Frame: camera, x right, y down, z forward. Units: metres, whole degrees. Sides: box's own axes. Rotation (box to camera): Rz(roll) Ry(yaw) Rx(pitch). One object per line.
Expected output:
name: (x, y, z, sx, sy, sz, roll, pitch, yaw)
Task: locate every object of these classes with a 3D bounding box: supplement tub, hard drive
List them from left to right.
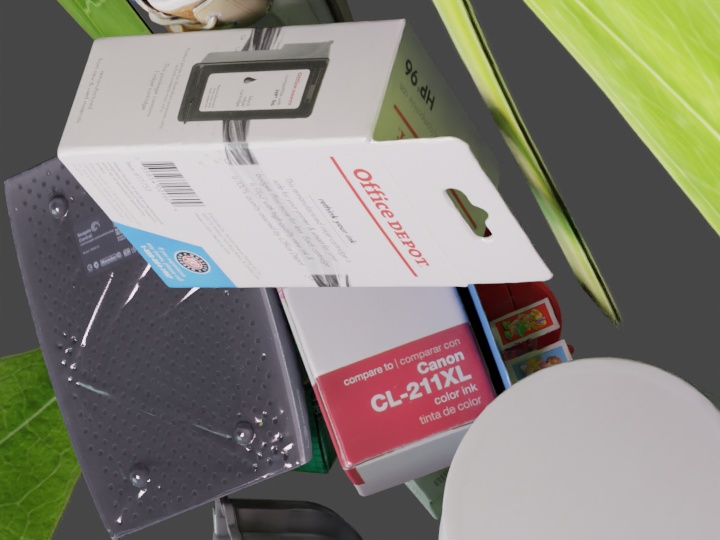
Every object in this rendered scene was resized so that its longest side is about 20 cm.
hard drive: (-0.100, 0.025, 1.486, 0.042, 0.135, 0.200, 6, -117, -63)
supplement tub: (0.114, 0.127, 1.213, 0.145, 0.145, 0.200, 48, 176, 24)

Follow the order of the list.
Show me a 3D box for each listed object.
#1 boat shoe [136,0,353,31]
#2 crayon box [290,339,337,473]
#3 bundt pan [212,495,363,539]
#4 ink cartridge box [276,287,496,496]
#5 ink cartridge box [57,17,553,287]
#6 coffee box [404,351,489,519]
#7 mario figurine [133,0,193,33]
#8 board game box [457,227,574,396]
boat shoe: (-0.073, -0.140, 1.286, 0.075, 0.068, 0.200, 5, 146, 40)
crayon box: (-0.043, 0.029, 1.594, 0.200, 0.119, 0.058, -59, -34, -51)
bundt pan: (-0.027, 0.211, 1.496, 0.202, 0.076, 0.202, 174, 90, -82)
ink cartridge box: (0.000, 0.000, 1.427, 0.146, 0.083, 0.200, 66, -176, -80)
ink cartridge box: (-0.017, -0.049, 1.272, 0.200, 0.068, 0.116, 0, 148, 28)
coffee box: (0.022, 0.039, 1.782, 0.200, 0.114, 0.080, 48, 177, 13)
mario figurine: (-0.145, -0.215, 1.705, 0.200, 0.106, 0.124, 32, 130, 41)
board game box: (0.073, 0.017, 1.398, 0.158, 0.039, 0.200, 71, 179, -64)
